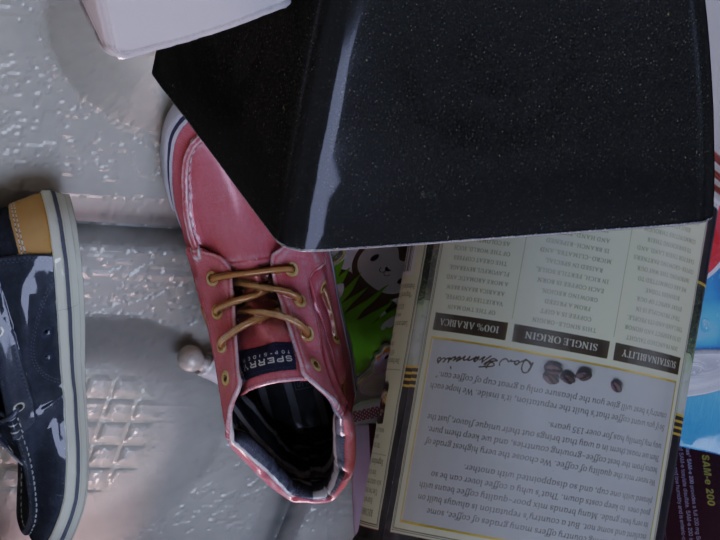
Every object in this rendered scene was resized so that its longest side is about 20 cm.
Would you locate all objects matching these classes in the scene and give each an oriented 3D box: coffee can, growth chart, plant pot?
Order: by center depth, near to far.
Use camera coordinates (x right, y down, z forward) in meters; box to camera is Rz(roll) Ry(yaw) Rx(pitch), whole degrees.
[{"bbox_3d":[0.036,-0.135,1.218,0.199,0.200,0.178,-4,116,-21],"label":"plant pot"},{"bbox_3d":[0.083,0.049,1.331,0.146,0.146,0.201,12,86,-32],"label":"coffee can"},{"bbox_3d":[0.000,0.000,1.428,0.144,0.018,0.200,16,122,-35],"label":"growth chart"}]

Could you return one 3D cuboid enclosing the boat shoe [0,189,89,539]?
[{"bbox_3d":[-0.164,0.051,1.362,0.062,0.075,0.200,-7,126,-12],"label":"boat shoe"}]

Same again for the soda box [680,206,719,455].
[{"bbox_3d":[0.194,-0.009,1.391,0.068,0.064,0.201,12,94,-3],"label":"soda box"}]

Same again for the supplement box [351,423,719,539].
[{"bbox_3d":[0.096,0.131,1.443,0.199,0.109,0.061,-3,148,2],"label":"supplement box"}]

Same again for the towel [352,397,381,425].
[{"bbox_3d":[0.097,0.103,1.522,0.146,0.030,0.200,-16,141,16],"label":"towel"}]

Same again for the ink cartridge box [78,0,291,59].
[{"bbox_3d":[-0.097,-0.207,1.113,0.085,0.146,0.200,-17,134,-11],"label":"ink cartridge box"}]

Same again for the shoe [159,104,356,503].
[{"bbox_3d":[-0.044,0.014,1.345,0.071,0.091,0.200,-14,123,5],"label":"shoe"}]

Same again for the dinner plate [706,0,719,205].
[{"bbox_3d":[0.209,-0.101,1.330,0.200,0.201,0.024,-5,162,-21],"label":"dinner plate"}]
